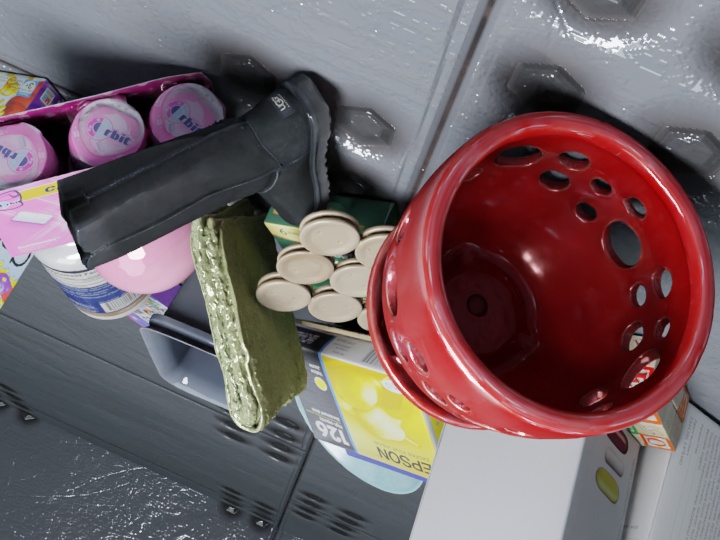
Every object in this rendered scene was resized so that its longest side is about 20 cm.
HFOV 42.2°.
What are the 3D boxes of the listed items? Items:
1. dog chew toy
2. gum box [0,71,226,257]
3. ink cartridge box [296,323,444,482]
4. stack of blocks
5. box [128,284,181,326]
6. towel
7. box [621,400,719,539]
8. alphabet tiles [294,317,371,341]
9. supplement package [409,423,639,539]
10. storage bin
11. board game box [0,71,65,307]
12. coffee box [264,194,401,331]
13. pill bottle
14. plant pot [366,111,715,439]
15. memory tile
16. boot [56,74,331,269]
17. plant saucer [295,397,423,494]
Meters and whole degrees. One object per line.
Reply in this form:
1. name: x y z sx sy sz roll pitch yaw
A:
1. dog chew toy: -0.232 -0.071 0.881 0.124 0.125 0.200 3 141 41
2. gum box: -0.204 -0.086 0.758 0.199 0.067 0.114 -16 161 -13
3. ink cartridge box: 0.015 0.160 0.997 0.197 0.047 0.201 9 128 42
4. stack of blocks: 0.215 0.087 0.845 0.115 0.059 0.200 6 150 37
5. box: -0.245 0.069 1.280 0.136 0.039 0.200 -5 143 48
6. towel: -0.102 0.035 0.859 0.036 0.201 0.148 -13 -175 16
7. box: 0.274 0.254 0.961 0.130 0.201 0.199 34 154 -21
8. alphabet tiles: 0.030 0.073 0.963 0.165 0.006 0.200 10 177 29
9. supplement package: 0.148 0.222 0.856 0.155 0.201 0.111 -5 144 41
10. storage bin: -0.144 0.064 1.052 0.145 0.135 0.200 22 157 7
11. board game box: -0.356 -0.077 0.878 0.104 0.201 0.103 12 154 25
12. coffee box: 0.000 0.000 0.889 0.122 0.044 0.200 11 153 25
13. pill bottle: -0.300 -0.034 1.026 0.110 0.111 0.200 19 156 13
14. plant pot: 0.104 0.018 0.637 0.200 0.201 0.182 29 159 -9
15. memory tile: 0.021 0.010 0.816 0.199 0.017 0.153 15 144 -20
16. boot: -0.121 -0.051 0.709 0.066 0.199 0.165 49 158 24
17. plant saucer: 0.005 0.172 1.094 0.200 0.039 0.202 30 143 26
